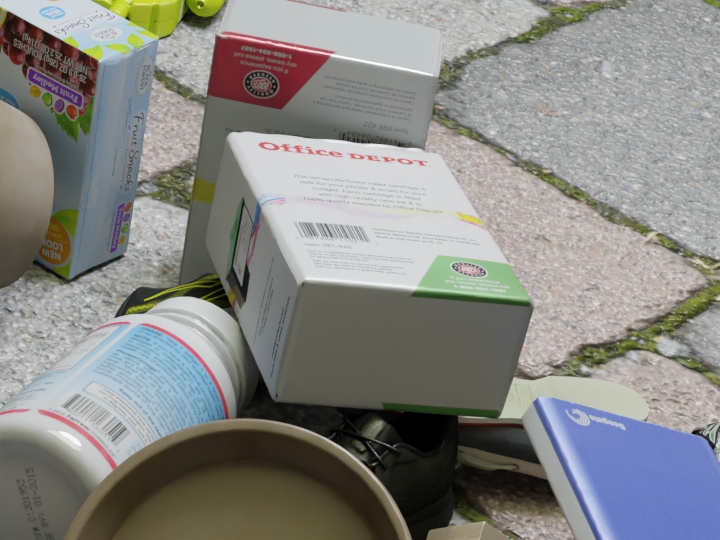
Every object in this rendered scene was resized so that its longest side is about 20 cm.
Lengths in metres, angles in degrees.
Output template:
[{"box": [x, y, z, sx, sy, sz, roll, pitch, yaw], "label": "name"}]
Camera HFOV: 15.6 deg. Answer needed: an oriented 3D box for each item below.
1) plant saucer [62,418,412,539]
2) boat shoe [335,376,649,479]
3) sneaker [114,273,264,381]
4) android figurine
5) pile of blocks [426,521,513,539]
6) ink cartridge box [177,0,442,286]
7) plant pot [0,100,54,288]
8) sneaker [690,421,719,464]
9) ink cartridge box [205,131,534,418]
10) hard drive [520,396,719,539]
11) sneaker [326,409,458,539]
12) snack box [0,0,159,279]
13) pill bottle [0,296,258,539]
[{"box": [-0.065, 0.176, 1.373, 0.199, 0.029, 0.201, -3, 69, 9], "label": "plant saucer"}, {"box": [0.077, 0.096, 1.628, 0.199, 0.063, 0.071, 8, 33, -7], "label": "boat shoe"}, {"box": [-0.064, 0.030, 1.677, 0.199, 0.075, 0.085, -3, 33, -24], "label": "sneaker"}, {"box": [-0.194, -0.241, 2.122, 0.181, 0.041, 0.200, 16, 29, 7], "label": "android figurine"}, {"box": [0.012, 0.192, 1.465, 0.200, 0.082, 0.062, -7, -6, -43], "label": "pile of blocks"}, {"box": [-0.035, -0.066, 1.727, 0.145, 0.201, 0.083, 11, 27, -2], "label": "ink cartridge box"}, {"box": [-0.296, -0.054, 1.654, 0.173, 0.201, 0.200, 9, 25, -40], "label": "plant pot"}, {"box": [0.242, 0.110, 1.649, 0.085, 0.078, 0.200, 17, 31, 10], "label": "sneaker"}, {"box": [0.000, 0.000, 1.582, 0.144, 0.084, 0.200, 5, 26, -19], "label": "ink cartridge box"}, {"box": [0.177, 0.159, 1.487, 0.132, 0.025, 0.200, 16, 33, -31], "label": "hard drive"}, {"box": [-0.014, 0.129, 1.516, 0.076, 0.091, 0.200, 30, 36, 25], "label": "sneaker"}, {"box": [-0.237, -0.114, 1.765, 0.200, 0.169, 0.068, 30, 36, 27], "label": "snack box"}, {"box": [-0.139, 0.093, 1.513, 0.108, 0.109, 0.200, 22, 32, 17], "label": "pill bottle"}]
